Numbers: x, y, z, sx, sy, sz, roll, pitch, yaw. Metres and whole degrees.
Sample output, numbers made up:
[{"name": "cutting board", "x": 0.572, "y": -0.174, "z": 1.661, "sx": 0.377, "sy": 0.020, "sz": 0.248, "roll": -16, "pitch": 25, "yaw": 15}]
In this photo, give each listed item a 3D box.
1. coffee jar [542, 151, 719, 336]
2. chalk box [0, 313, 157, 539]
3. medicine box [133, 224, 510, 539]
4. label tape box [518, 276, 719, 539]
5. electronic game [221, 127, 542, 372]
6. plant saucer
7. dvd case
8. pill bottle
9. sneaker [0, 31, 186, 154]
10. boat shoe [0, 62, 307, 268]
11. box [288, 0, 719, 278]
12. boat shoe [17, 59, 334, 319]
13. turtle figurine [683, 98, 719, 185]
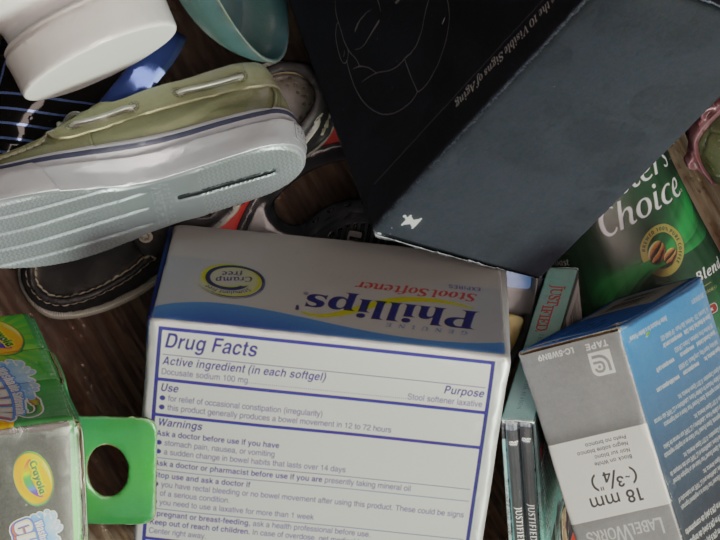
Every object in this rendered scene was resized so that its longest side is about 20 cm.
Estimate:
[{"name": "coffee jar", "x": 0.136, "y": -0.039, "z": 1.593, "sx": 0.104, "sy": 0.085, "sz": 0.200, "roll": -30, "pitch": 106, "yaw": -18}, {"name": "chalk box", "x": -0.202, "y": 0.105, "z": 1.407, "sx": 0.200, "sy": 0.124, "sz": 0.125, "roll": -6, "pitch": 117, "yaw": -17}, {"name": "medicine box", "x": -0.023, "y": 0.092, "z": 1.482, "sx": 0.182, "sy": 0.103, "sz": 0.200, "roll": 6, "pitch": 119, "yaw": -1}, {"name": "label tape box", "x": 0.162, "y": 0.116, "z": 1.486, "sx": 0.063, "sy": 0.144, "sz": 0.200, "roll": -16, "pitch": 93, "yaw": 26}, {"name": "electronic game", "x": 0.000, "y": 0.000, "z": 1.546, "sx": 0.200, "sy": 0.042, "sz": 0.200, "roll": 0, "pitch": 94, "yaw": -1}, {"name": "plant saucer", "x": -0.086, "y": -0.198, "z": 1.448, "sx": 0.027, "sy": 0.200, "sz": 0.200, "roll": -18, "pitch": 104, "yaw": 12}, {"name": "dvd case", "x": 0.105, "y": 0.120, "z": 1.547, "sx": 0.022, "sy": 0.146, "sz": 0.200, "roll": 4, "pitch": 125, "yaw": 13}, {"name": "pill bottle", "x": -0.172, "y": -0.193, "z": 1.417, "sx": 0.113, "sy": 0.113, "sz": 0.200, "roll": -24, "pitch": 84, "yaw": -16}, {"name": "sneaker", "x": -0.181, "y": -0.072, "z": 1.488, "sx": 0.078, "sy": 0.070, "sz": 0.200, "roll": 40, "pitch": 80, "yaw": -10}, {"name": "boat shoe", "x": -0.128, "y": -0.053, "z": 1.441, "sx": 0.200, "sy": 0.072, "sz": 0.062, "roll": -14, "pitch": 59, "yaw": -11}, {"name": "box", "x": 0.079, "y": -0.140, "z": 1.442, "sx": 0.124, "sy": 0.197, "sz": 0.200, "roll": 16, "pitch": 132, "yaw": -36}, {"name": "boat shoe", "x": -0.098, "y": -0.045, "z": 1.500, "sx": 0.200, "sy": 0.060, "sz": 0.074, "roll": -32, "pitch": 86, "yaw": -1}, {"name": "turtle figurine", "x": 0.231, "y": -0.078, "z": 1.600, "sx": 0.101, "sy": 0.200, "sz": 0.150, "roll": -12, "pitch": 138, "yaw": -7}]
